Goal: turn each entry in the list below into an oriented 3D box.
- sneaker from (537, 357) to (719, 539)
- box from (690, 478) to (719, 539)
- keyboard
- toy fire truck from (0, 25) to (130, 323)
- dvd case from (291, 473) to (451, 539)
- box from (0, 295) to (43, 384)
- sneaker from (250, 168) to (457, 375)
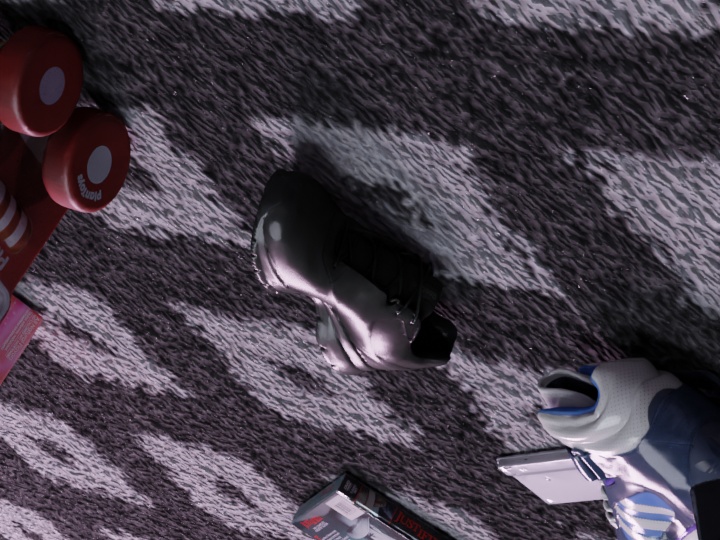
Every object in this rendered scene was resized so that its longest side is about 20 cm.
[{"bbox_3d":[0.168,0.114,1.473,0.146,0.081,0.200,40,160,3],"label":"sneaker"},{"bbox_3d":[0.309,0.187,1.279,0.197,0.124,0.200,-19,136,19],"label":"box"},{"bbox_3d":[0.165,0.138,1.611,0.056,0.011,0.200,33,158,-21],"label":"keyboard"},{"bbox_3d":[-0.246,-0.064,1.477,0.111,0.169,0.200,16,154,29],"label":"toy fire truck"},{"bbox_3d":[0.047,0.241,1.949,0.199,0.022,0.146,31,157,-6],"label":"dvd case"},{"bbox_3d":[-0.357,0.098,1.907,0.094,0.201,0.102,37,155,-13],"label":"box"},{"bbox_3d":[0.000,0.000,1.460,0.090,0.076,0.200,4,154,29],"label":"sneaker"}]
